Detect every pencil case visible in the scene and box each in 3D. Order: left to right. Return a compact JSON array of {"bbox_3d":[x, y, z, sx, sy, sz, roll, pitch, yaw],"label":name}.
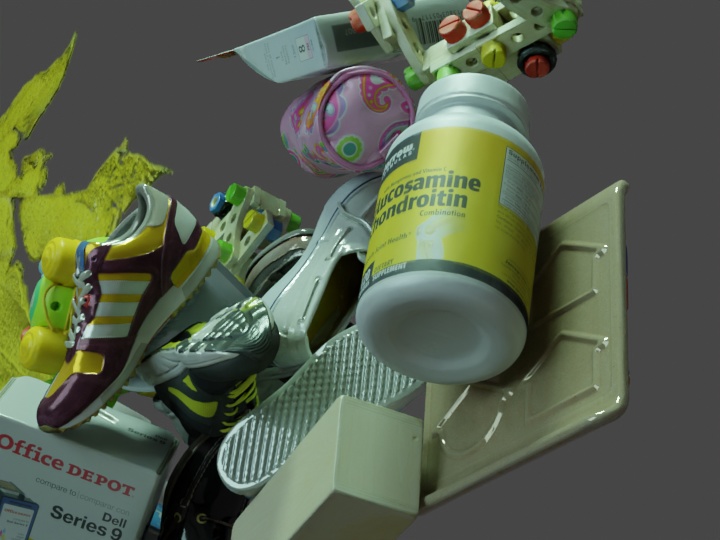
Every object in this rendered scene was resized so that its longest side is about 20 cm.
[{"bbox_3d":[-0.011,-0.118,1.385,0.088,0.087,0.200,-63,9,-4],"label":"pencil case"}]

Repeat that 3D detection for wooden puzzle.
[{"bbox_3d":[0.115,0.057,1.127,0.185,0.046,0.201,-33,35,40],"label":"wooden puzzle"}]

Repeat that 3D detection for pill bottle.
[{"bbox_3d":[0.065,-0.033,1.135,0.112,0.112,0.201,-32,36,41],"label":"pill bottle"}]

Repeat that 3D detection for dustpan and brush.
[{"bbox_3d":[-0.191,0.062,1.368,0.200,0.140,0.057,-46,2,14],"label":"dustpan and brush"}]

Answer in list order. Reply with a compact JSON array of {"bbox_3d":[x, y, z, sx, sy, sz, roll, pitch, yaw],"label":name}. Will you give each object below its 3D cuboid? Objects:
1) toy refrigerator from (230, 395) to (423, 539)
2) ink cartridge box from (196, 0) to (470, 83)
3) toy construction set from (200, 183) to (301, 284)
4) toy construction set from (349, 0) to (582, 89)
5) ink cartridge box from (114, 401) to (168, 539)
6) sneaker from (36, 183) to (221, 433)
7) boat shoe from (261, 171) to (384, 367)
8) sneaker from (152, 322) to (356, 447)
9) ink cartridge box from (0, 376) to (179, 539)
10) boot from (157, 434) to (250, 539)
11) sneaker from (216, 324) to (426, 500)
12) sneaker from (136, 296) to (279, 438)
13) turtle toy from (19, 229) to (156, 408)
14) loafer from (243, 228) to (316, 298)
[{"bbox_3d":[-0.026,0.174,1.176,0.200,0.070,0.076,128,155,-46],"label":"toy refrigerator"},{"bbox_3d":[-0.022,-0.187,1.446,0.200,0.162,0.057,-14,91,56],"label":"ink cartridge box"},{"bbox_3d":[-0.130,-0.003,1.530,0.199,0.092,0.132,-30,40,26],"label":"toy construction set"},{"bbox_3d":[0.083,-0.195,1.280,0.199,0.131,0.093,-13,50,36],"label":"toy construction set"},{"bbox_3d":[-0.240,0.222,1.498,0.147,0.086,0.200,-52,28,14],"label":"ink cartridge box"},{"bbox_3d":[-0.196,0.028,1.285,0.200,0.090,0.075,-54,22,-21],"label":"sneaker"},{"bbox_3d":[-0.002,-0.003,1.312,0.086,0.075,0.202,3,41,40],"label":"boat shoe"},{"bbox_3d":[-0.070,0.098,1.370,0.199,0.080,0.074,-20,17,31],"label":"sneaker"},{"bbox_3d":[-0.245,0.205,1.339,0.088,0.144,0.201,-76,7,-75],"label":"ink cartridge box"},{"bbox_3d":[-0.112,0.229,1.301,0.201,0.073,0.151,-63,27,4],"label":"boot"},{"bbox_3d":[-0.013,0.103,1.261,0.199,0.082,0.074,-32,64,4],"label":"sneaker"},{"bbox_3d":[-0.098,0.077,1.261,0.074,0.085,0.200,-37,8,-24],"label":"sneaker"},{"bbox_3d":[-0.231,0.061,1.447,0.101,0.145,0.201,8,83,57],"label":"turtle toy"},{"bbox_3d":[-0.079,0.045,1.419,0.200,0.072,0.063,-46,32,40],"label":"loafer"}]
